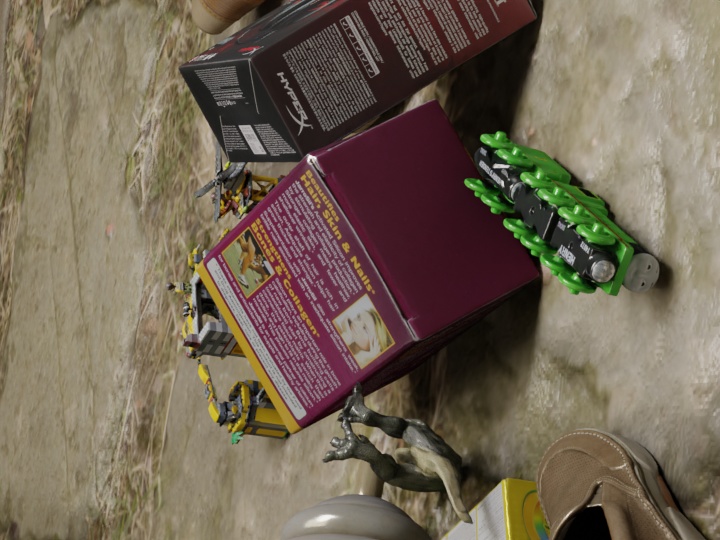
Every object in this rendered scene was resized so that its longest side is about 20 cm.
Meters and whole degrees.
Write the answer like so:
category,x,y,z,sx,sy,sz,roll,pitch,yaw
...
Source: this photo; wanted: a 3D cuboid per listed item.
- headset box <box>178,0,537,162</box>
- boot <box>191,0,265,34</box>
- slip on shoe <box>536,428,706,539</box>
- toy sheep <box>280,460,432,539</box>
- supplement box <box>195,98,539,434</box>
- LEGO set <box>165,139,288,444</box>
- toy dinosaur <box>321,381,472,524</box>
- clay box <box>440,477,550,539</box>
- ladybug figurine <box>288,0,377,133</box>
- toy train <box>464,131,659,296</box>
category,x,y,z,sx,sy,sz,roll,pitch,yaw
headset box,0.005,-0.147,1.773,0.075,0.200,0.149,61,163,-12
boot,-0.082,-0.296,2.213,0.166,0.072,0.200,-49,35,34
slip on shoe,0.127,0.139,1.501,0.200,0.060,0.076,-125,48,-60
toy sheep,-0.010,0.207,1.733,0.138,0.138,0.200,135,144,-56
supplement box,0.000,0.000,1.750,0.131,0.103,0.200,61,150,5
LEGO set,-0.096,0.017,2.027,0.154,0.116,0.200,135,139,-56
toy dinosaur,0.026,0.109,1.674,0.048,0.088,0.200,-62,2,1
clay box,0.083,0.232,1.593,0.115,0.047,0.200,130,142,-52
ladybug figurine,-0.002,-0.184,1.931,0.136,0.072,0.200,-107,33,-48
toy train,0.114,-0.030,1.605,0.042,0.056,0.200,-70,23,15
